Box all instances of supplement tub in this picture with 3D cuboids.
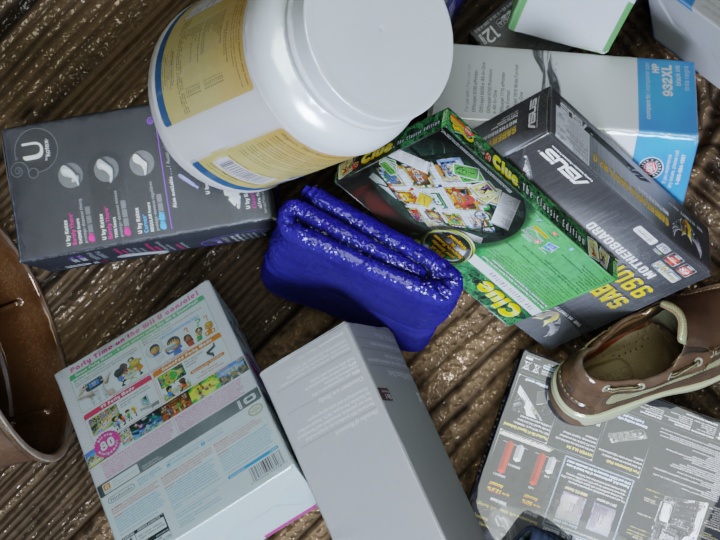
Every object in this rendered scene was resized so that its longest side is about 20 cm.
[{"bbox_3d":[-0.043,-0.141,1.212,0.143,0.199,0.147,7,77,-35],"label":"supplement tub"}]

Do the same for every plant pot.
[{"bbox_3d":[-0.350,0.082,1.338,0.196,0.200,0.202,-20,87,8],"label":"plant pot"}]

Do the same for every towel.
[{"bbox_3d":[0.000,0.000,1.320,0.146,0.200,0.050,23,76,-1],"label":"towel"}]

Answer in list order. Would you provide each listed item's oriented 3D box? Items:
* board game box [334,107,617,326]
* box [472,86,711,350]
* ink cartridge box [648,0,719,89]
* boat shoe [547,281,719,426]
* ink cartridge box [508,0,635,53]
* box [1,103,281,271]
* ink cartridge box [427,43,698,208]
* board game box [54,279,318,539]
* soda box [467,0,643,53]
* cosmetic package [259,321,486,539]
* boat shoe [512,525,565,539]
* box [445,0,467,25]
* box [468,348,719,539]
[{"bbox_3d":[0.085,-0.034,1.252,0.104,0.200,0.024,-26,41,33],"label":"board game box"},{"bbox_3d":[0.140,-0.033,1.302,0.158,0.049,0.199,-27,131,34],"label":"box"},{"bbox_3d":[0.332,-0.224,1.342,0.199,0.068,0.116,-31,46,-12],"label":"ink cartridge box"},{"bbox_3d":[0.240,0.055,1.340,0.201,0.075,0.075,-27,68,-22],"label":"boat shoe"},{"bbox_3d":[0.174,-0.285,1.274,0.083,0.146,0.202,12,67,-3],"label":"ink cartridge box"},{"bbox_3d":[-0.165,-0.069,1.365,0.197,0.122,0.107,-10,86,0],"label":"box"},{"bbox_3d":[0.147,-0.089,1.339,0.197,0.146,0.084,5,52,2],"label":"ink cartridge box"},{"bbox_3d":[-0.134,0.126,1.330,0.147,0.064,0.201,-31,50,3],"label":"board game box"},{"bbox_3d":[0.179,-0.220,1.388,0.199,0.071,0.064,-39,85,-1],"label":"soda box"},{"bbox_3d":[0.015,0.147,1.284,0.090,0.107,0.201,-32,76,14],"label":"cosmetic package"},{"bbox_3d":[0.080,0.256,1.348,0.200,0.084,0.069,-42,113,16],"label":"boat shoe"},{"bbox_3d":[0.045,-0.253,1.356,0.104,0.148,0.201,31,89,3],"label":"box"},{"bbox_3d":[0.194,0.169,1.379,0.198,0.050,0.159,19,88,3],"label":"box"}]
